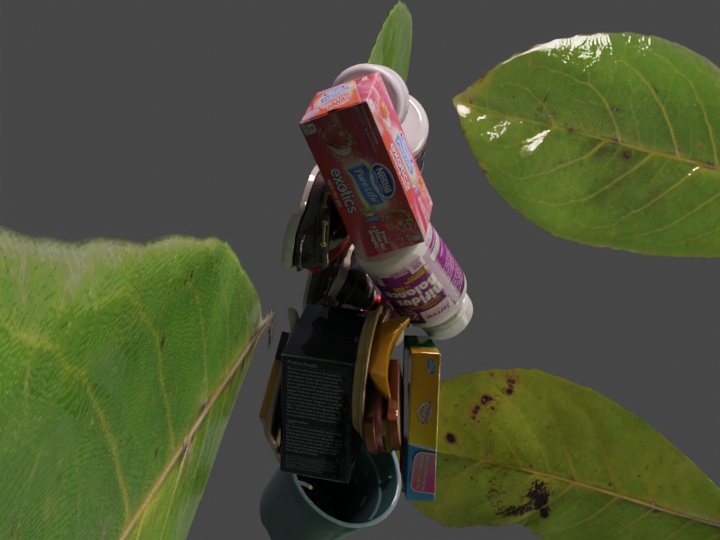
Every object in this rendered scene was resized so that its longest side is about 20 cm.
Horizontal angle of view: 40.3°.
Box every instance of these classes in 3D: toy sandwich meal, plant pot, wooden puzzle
[{"bbox_3d":[0.035,0.149,1.352,0.205,0.069,0.208,7,90,-82],"label":"toy sandwich meal"},{"bbox_3d":[-0.064,0.363,1.613,0.197,0.199,0.202,-53,-165,44],"label":"plant pot"},{"bbox_3d":[-0.118,0.175,1.476,0.185,0.037,0.203,91,8,-70],"label":"wooden puzzle"}]

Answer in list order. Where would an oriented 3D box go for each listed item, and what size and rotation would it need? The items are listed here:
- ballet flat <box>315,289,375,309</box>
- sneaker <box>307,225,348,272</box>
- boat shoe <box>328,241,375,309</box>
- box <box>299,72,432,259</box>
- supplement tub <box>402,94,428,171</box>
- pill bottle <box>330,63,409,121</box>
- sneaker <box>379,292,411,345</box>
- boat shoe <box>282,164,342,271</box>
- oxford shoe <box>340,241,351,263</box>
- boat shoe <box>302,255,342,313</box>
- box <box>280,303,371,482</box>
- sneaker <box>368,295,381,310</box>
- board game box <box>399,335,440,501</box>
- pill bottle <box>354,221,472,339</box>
[{"bbox_3d":[-0.015,0.046,1.555,0.200,0.072,0.073,-48,158,-38],"label":"ballet flat"},{"bbox_3d":[-0.044,-0.061,1.453,0.086,0.076,0.200,-66,173,30],"label":"sneaker"},{"bbox_3d":[0.000,0.000,1.491,0.200,0.067,0.072,-74,-172,-65],"label":"boat shoe"},{"bbox_3d":[0.011,-0.130,1.232,0.100,0.094,0.202,-72,142,-57],"label":"box"},{"bbox_3d":[0.049,-0.223,1.784,0.200,0.139,0.142,92,12,-72],"label":"supplement tub"},{"bbox_3d":[0.017,-0.248,1.448,0.200,0.107,0.110,-61,164,-78],"label":"pill bottle"},{"bbox_3d":[0.073,0.050,1.520,0.201,0.087,0.082,96,2,-51],"label":"sneaker"},{"bbox_3d":[-0.051,-0.068,1.276,0.202,0.060,0.072,-73,172,-50],"label":"boat shoe"},{"bbox_3d":[-0.018,-0.085,1.691,0.073,0.083,0.203,48,53,-83],"label":"oxford shoe"},{"bbox_3d":[-0.056,0.007,1.598,0.203,0.060,0.072,99,5,-45],"label":"boat shoe"},{"bbox_3d":[-0.047,0.175,1.416,0.149,0.106,0.202,-65,161,-62],"label":"box"},{"bbox_3d":[0.001,0.127,1.592,0.085,0.076,0.202,71,30,-51],"label":"sneaker"},{"bbox_3d":[0.082,0.203,1.383,0.153,0.040,0.203,-108,-160,-86],"label":"board game box"},{"bbox_3d":[0.082,0.009,1.377,0.200,0.111,0.113,51,43,-41],"label":"pill bottle"}]
